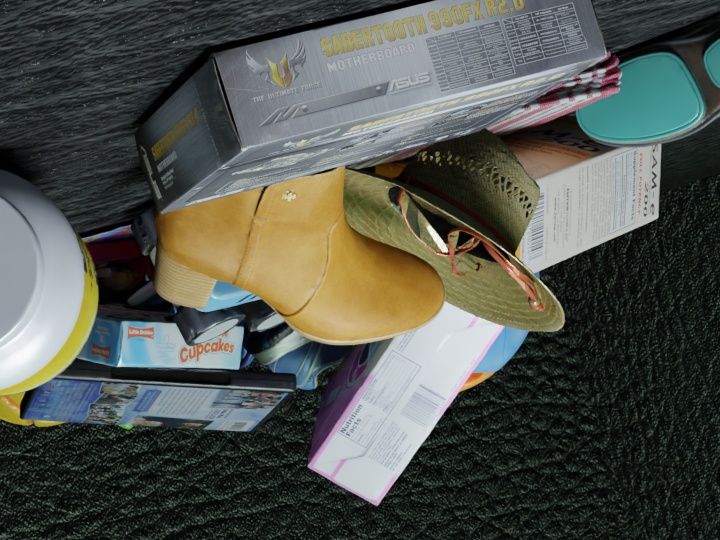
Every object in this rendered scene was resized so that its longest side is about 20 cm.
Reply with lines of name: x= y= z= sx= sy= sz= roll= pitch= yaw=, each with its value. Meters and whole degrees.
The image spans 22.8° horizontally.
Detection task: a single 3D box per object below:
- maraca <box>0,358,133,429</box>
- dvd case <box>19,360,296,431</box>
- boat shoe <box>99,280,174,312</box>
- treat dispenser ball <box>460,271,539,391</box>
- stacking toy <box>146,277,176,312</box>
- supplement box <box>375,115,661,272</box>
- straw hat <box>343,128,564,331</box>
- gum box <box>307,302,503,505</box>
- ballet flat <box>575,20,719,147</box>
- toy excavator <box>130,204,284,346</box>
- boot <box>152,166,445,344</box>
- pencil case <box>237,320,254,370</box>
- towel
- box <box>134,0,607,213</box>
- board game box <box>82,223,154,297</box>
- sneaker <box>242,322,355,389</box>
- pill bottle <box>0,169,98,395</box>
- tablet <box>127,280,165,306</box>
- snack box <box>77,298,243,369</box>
maraca: x=-0.272 y=0.082 z=1.528 sx=0.199 sy=0.107 sz=0.137 roll=19 pitch=158 yaw=32
dvd case: x=-0.162 y=0.100 z=1.410 sx=0.198 sy=0.018 sz=0.143 roll=5 pitch=161 yaw=-16
boat shoe: x=-0.202 y=0.047 z=1.561 sx=0.072 sy=0.068 sz=0.200 roll=-15 pitch=-166 yaw=-19
treat dispenser ball: x=0.058 y=0.010 z=1.570 sx=0.199 sy=0.202 sz=0.201 roll=-17 pitch=177 yaw=-1
stacking toy: x=-0.126 y=0.012 z=1.767 sx=0.109 sy=0.117 sz=0.200 roll=-18 pitch=-169 yaw=20
supplement box: x=0.119 y=-0.060 z=1.326 sx=0.125 sy=0.074 sz=0.199 roll=14 pitch=-157 yaw=37
straw hat: x=0.067 y=-0.045 z=1.143 sx=0.085 sy=0.200 sz=0.201 roll=-58 pitch=-173 yaw=-12
gum box: x=0.034 y=0.074 z=1.373 sx=0.201 sy=0.066 sz=0.114 roll=-56 pitch=-170 yaw=22
ballet flat: x=0.243 y=-0.138 z=1.232 sx=0.199 sy=0.074 sz=0.073 roll=-24 pitch=174 yaw=39
toy excavator: x=-0.079 y=-0.034 z=1.224 sx=0.194 sy=0.100 sz=0.200 roll=-13 pitch=161 yaw=-47
boot: x=-0.024 y=-0.023 z=1.074 sx=0.200 sy=0.071 sz=0.144 roll=5 pitch=146 yaw=-17
pencil case: x=-0.093 y=0.013 z=1.567 sx=0.078 sy=0.086 sz=0.200 roll=-63 pitch=174 yaw=29
towel: x=0.064 y=-0.105 z=1.220 sx=0.199 sy=0.030 sz=0.146 roll=-14 pitch=177 yaw=-29
box: x=0.000 y=-0.088 z=0.897 sx=0.199 sy=0.049 sz=0.158 roll=-17 pitch=176 yaw=-21
board game box: x=-0.201 y=-0.002 z=1.404 sx=0.199 sy=0.039 sz=0.158 roll=-17 pitch=177 yaw=-21
sneaker: x=0.001 y=0.021 z=1.456 sx=0.199 sy=0.077 sz=0.076 roll=-33 pitch=-149 yaw=10
pill bottle: x=-0.194 y=0.007 z=0.911 sx=0.111 sy=0.113 sz=0.200 roll=-17 pitch=178 yaw=-6
tablet: x=-0.091 y=-0.027 z=1.427 sx=0.199 sy=0.014 sz=0.130 roll=-32 pitch=178 yaw=3
snack box: x=-0.197 y=0.045 z=1.377 sx=0.116 sy=0.037 sz=0.199 roll=4 pitch=-177 yaw=-44
